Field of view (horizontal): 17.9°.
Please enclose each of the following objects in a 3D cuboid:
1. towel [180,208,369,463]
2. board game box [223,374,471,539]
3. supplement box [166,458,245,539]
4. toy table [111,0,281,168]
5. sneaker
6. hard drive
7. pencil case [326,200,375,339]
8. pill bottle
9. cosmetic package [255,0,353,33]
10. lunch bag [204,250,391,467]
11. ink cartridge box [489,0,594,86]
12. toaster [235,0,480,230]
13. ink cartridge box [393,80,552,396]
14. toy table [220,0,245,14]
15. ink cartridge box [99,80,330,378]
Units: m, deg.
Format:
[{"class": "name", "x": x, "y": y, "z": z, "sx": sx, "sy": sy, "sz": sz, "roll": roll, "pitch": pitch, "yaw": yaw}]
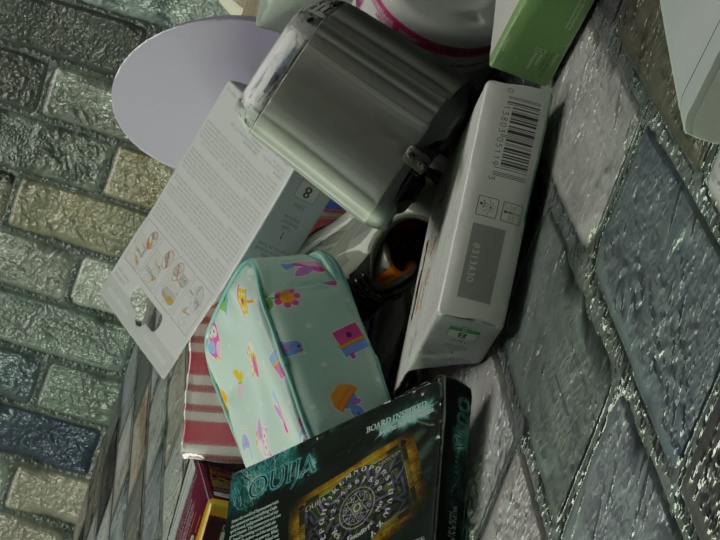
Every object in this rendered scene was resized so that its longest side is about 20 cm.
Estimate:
[{"class": "towel", "x": -0.061, "y": 0.051, "z": 1.765, "sx": 0.030, "sy": 0.145, "sz": 0.201, "roll": 27, "pitch": -114, "yaw": -67}, {"class": "board game box", "x": -0.013, "y": 0.158, "z": 1.420, "sx": 0.199, "sy": 0.028, "sz": 0.136, "roll": -27, "pitch": 44, "yaw": 39}, {"class": "supplement box", "x": -0.082, "y": 0.206, "z": 1.751, "sx": 0.200, "sy": 0.110, "sz": 0.086, "roll": -135, "pitch": 61, "yaw": -79}, {"class": "toy table", "x": -0.088, "y": -0.153, "z": 1.865, "sx": 0.117, "sy": 0.199, "sz": 0.185, "roll": -37, "pitch": -46, "yaw": -64}, {"class": "sneaker", "x": 0.000, "y": 0.000, "z": 1.666, "sx": 0.200, "sy": 0.074, "sz": 0.080, "roll": -50, "pitch": 30, "yaw": 29}, {"class": "hard drive", "x": 0.185, "y": -0.170, "z": 1.130, "sx": 0.200, "sy": 0.027, "sz": 0.132, "roll": -87, "pitch": 17, "yaw": -55}, {"class": "pencil case", "x": -0.012, "y": -0.007, "z": 1.813, "sx": 0.087, "sy": 0.078, "sz": 0.201, "roll": 11, "pitch": 83, "yaw": 49}, {"class": "pill bottle", "x": 0.034, "y": -0.150, "z": 1.682, "sx": 0.200, "sy": 0.113, "sz": 0.114, "roll": 117, "pitch": 165, "yaw": -50}, {"class": "cosmetic package", "x": 0.033, "y": -0.284, "z": 1.750, "sx": 0.200, "sy": 0.166, "sz": 0.167, "roll": 119, "pitch": 164, "yaw": -53}, {"class": "lunch bag", "x": -0.041, "y": 0.094, "z": 1.607, "sx": 0.161, "sy": 0.077, "sz": 0.201, "roll": 116, "pitch": 139, "yaw": -56}, {"class": "ink cartridge box", "x": 0.130, "y": -0.240, "z": 1.483, "sx": 0.146, "sy": 0.048, "sz": 0.201, "roll": 117, "pitch": 166, "yaw": -45}, {"class": "toaster", "x": -0.002, "y": -0.106, "z": 1.525, "sx": 0.114, "sy": 0.129, "sz": 0.200, "roll": -56, "pitch": -2, "yaw": 13}, {"class": "ink cartridge box", "x": 0.070, "y": -0.012, "z": 1.488, "sx": 0.200, "sy": 0.050, "sz": 0.162, "roll": 108, "pitch": 175, "yaw": -70}, {"class": "toy table", "x": -0.052, "y": -0.187, "z": 2.031, "sx": 0.199, "sy": 0.184, "sz": 0.117, "roll": -32, "pitch": 5, "yaw": -15}, {"class": "ink cartridge box", "x": -0.107, "y": -0.029, "z": 1.738, "sx": 0.201, "sy": 0.057, "sz": 0.163, "roll": -61, "pitch": 33, "yaw": 11}]
